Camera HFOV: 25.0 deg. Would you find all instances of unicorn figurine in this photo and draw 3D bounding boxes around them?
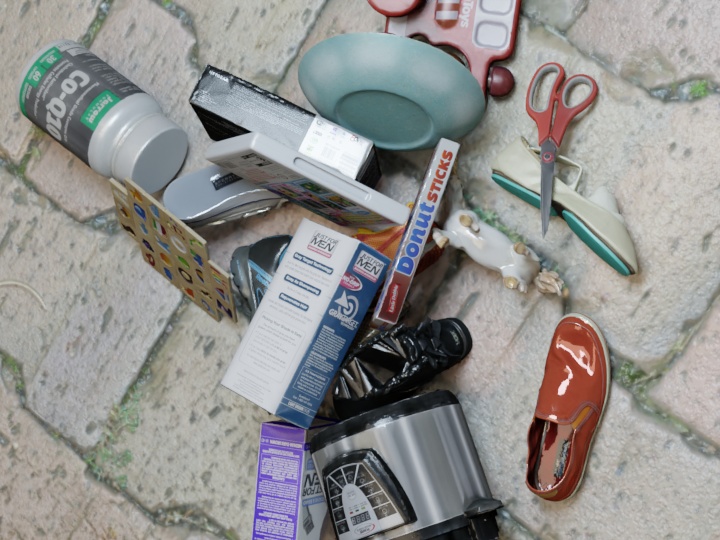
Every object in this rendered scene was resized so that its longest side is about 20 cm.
[{"bbox_3d":[0.129,-0.037,1.702,0.074,0.137,0.200,-41,86,11],"label":"unicorn figurine"}]

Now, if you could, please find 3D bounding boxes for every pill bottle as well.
[{"bbox_3d":[-0.307,-0.181,1.931,0.200,0.113,0.114,36,105,24],"label":"pill bottle"}]

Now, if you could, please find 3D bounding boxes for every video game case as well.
[{"bbox_3d":[-0.059,-0.092,1.705,0.181,0.200,0.024,26,83,-17],"label":"video game case"}]

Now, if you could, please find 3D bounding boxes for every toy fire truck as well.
[{"bbox_3d":[0.087,-0.251,1.734,0.167,0.112,0.201,8,94,9],"label":"toy fire truck"}]

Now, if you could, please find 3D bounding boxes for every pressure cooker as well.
[{"bbox_3d":[0.054,0.241,1.700,0.178,0.176,0.201,-17,81,-7],"label":"pressure cooker"}]

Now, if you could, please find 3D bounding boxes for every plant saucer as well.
[{"bbox_3d":[0.028,-0.171,1.675,0.200,0.201,0.039,-3,58,28],"label":"plant saucer"}]

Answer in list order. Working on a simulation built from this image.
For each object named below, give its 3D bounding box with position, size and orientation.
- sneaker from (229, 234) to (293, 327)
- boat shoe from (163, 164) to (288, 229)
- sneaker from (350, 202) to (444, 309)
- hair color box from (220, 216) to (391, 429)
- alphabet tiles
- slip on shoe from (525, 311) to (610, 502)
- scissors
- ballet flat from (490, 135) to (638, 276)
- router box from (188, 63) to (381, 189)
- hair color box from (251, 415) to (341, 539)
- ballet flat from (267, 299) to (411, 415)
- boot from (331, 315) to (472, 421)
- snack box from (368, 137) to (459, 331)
[{"bbox_3d":[-0.084,0.056,1.832,0.082,0.073,0.201,-22,81,21],"label":"sneaker"},{"bbox_3d":[-0.123,-0.092,1.857,0.201,0.086,0.075,-23,72,-4],"label":"boat shoe"},{"bbox_3d":[0.000,0.000,1.788,0.199,0.073,0.077,-34,71,6],"label":"sneaker"},{"bbox_3d":[-0.058,0.055,1.713,0.100,0.060,0.201,24,86,45],"label":"hair color box"},{"bbox_3d":[-0.216,-0.023,1.871,0.200,0.167,0.006,38,66,23],"label":"alphabet tiles"},{"bbox_3d":[0.211,0.143,1.680,0.074,0.061,0.201,13,94,29],"label":"slip on shoe"},{"bbox_3d":[0.189,-0.127,1.677,0.073,0.014,0.201,14,70,19],"label":"scissors"},{"bbox_3d":[0.222,-0.074,1.679,0.200,0.069,0.070,38,106,24],"label":"ballet flat"},{"bbox_3d":[-0.079,-0.141,1.745,0.199,0.149,0.051,26,82,7],"label":"router box"},{"bbox_3d":[-0.068,0.267,1.799,0.064,0.109,0.201,7,93,26],"label":"hair color box"},{"bbox_3d":[-0.033,0.085,1.777,0.199,0.067,0.046,-35,84,1],"label":"ballet flat"},{"bbox_3d":[0.020,0.113,1.723,0.198,0.162,0.074,-34,81,24],"label":"boot"},{"bbox_3d":[0.056,-0.035,1.682,0.024,0.072,0.201,21,79,-3],"label":"snack box"}]
